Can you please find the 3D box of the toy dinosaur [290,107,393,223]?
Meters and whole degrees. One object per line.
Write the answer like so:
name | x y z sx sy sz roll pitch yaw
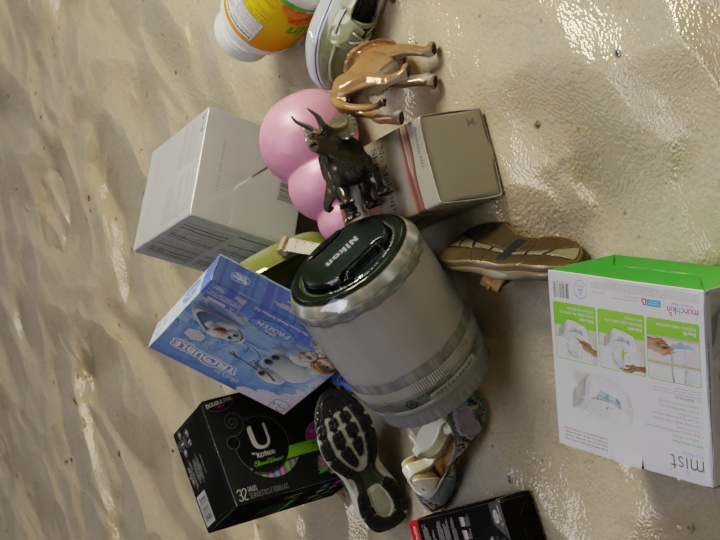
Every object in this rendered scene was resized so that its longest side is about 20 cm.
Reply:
toy dinosaur | -0.016 -0.114 1.488 0.200 0.077 0.103 75 175 -81

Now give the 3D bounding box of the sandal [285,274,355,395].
sandal | -0.042 0.074 1.710 0.200 0.079 0.087 52 -179 32

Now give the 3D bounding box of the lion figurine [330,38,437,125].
lion figurine | 0.011 -0.210 1.493 0.122 0.200 0.073 3 110 23

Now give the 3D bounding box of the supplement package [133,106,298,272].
supplement package | -0.187 -0.097 1.801 0.200 0.150 0.152 -24 53 57

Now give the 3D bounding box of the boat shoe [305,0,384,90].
boat shoe | -0.013 -0.296 1.585 0.062 0.072 0.200 43 133 36

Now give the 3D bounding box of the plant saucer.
plant saucer | -0.116 0.002 1.711 0.031 0.200 0.200 60 145 8

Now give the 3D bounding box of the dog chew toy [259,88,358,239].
dog chew toy | -0.040 -0.118 1.643 0.200 0.124 0.125 63 145 10

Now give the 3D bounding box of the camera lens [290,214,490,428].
camera lens | 0.032 0.052 1.471 0.160 0.160 0.200 10 141 56

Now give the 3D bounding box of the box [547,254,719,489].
box | 0.272 0.086 1.228 0.200 0.096 0.177 8 106 56

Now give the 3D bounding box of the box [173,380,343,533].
box | -0.120 0.239 1.791 0.124 0.199 0.149 -47 60 54

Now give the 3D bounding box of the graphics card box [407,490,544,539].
graphics card box | 0.139 0.330 1.554 0.200 0.051 0.126 -32 72 57

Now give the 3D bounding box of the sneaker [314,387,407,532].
sneaker | -0.012 0.235 1.714 0.201 0.077 0.089 68 168 -17

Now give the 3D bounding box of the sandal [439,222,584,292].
sandal | 0.157 -0.005 1.415 0.200 0.080 0.054 12 131 51

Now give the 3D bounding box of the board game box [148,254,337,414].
board game box | -0.130 0.083 1.644 0.199 0.200 0.043 -42 25 50

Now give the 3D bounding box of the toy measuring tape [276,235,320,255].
toy measuring tape | 0.000 0.000 1.604 0.199 0.074 0.074 8 110 19

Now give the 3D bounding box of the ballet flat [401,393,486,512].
ballet flat | 0.084 0.217 1.589 0.072 0.072 0.201 54 141 33

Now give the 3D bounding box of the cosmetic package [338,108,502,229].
cosmetic package | 0.058 -0.102 1.514 0.200 0.087 0.104 -24 78 57

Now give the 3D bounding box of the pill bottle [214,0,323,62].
pill bottle | -0.107 -0.336 1.680 0.200 0.111 0.111 -31 73 57
